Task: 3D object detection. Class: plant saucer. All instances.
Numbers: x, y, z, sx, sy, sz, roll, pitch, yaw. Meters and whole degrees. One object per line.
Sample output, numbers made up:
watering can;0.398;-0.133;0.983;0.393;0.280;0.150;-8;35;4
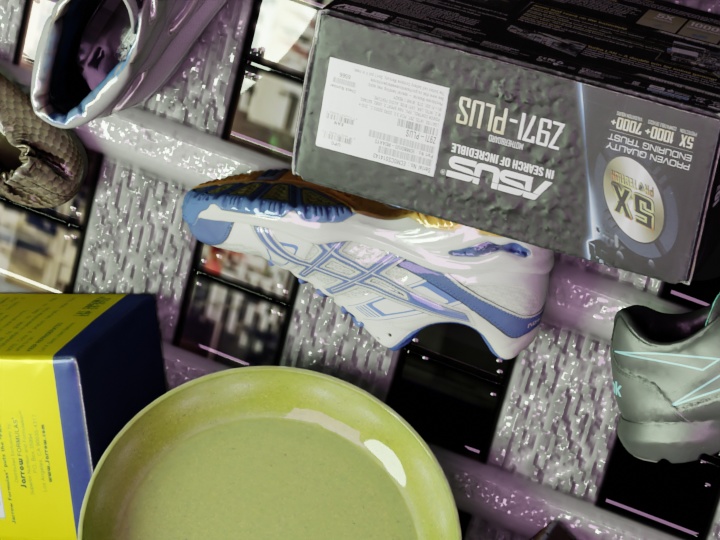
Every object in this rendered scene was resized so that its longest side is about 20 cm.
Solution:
plant saucer;-0.048;0.147;1.495;0.200;0.200;0.031;27;154;9

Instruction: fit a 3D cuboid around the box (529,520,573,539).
box;0.093;0.277;1.500;0.200;0.164;0.166;48;117;-1

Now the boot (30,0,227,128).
boot;-0.098;-0.155;1.455;0.073;0.096;0.200;34;116;6

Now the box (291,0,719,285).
box;0.089;-0.081;1.378;0.199;0.164;0.086;16;113;13

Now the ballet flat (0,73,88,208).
ballet flat;-0.234;-0.101;1.550;0.200;0.046;0.067;40;116;3

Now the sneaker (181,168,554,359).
sneaker;0.000;0.000;1.487;0.199;0.075;0.088;9;111;17

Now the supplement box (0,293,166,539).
supplement box;-0.217;0.079;1.573;0.199;0.109;0.110;0;108;20

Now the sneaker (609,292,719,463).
sneaker;0.216;0.045;1.426;0.199;0.075;0.079;-9;103;22
